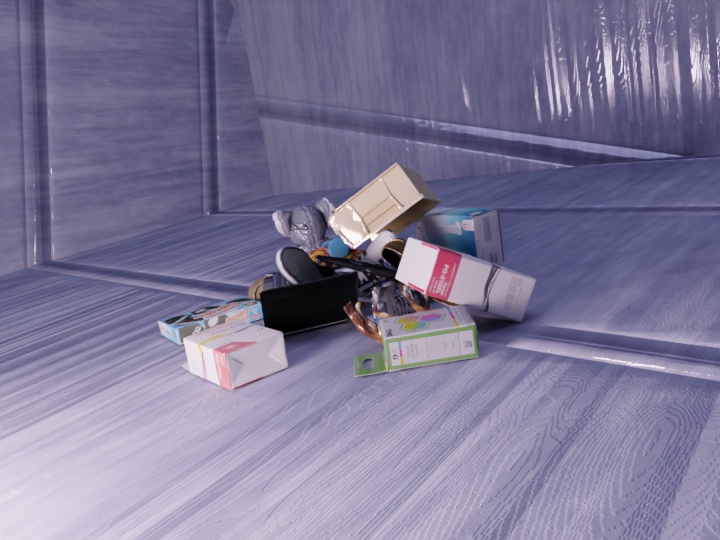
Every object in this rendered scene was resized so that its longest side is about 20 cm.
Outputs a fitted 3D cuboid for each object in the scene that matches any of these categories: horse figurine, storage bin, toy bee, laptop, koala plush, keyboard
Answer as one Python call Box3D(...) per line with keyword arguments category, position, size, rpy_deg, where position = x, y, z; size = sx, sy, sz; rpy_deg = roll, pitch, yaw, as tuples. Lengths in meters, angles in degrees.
Box3D(category="horse figurine", position=(0.071, 0.084, 1.283), size=(0.199, 0.050, 0.133), rpy_deg=(-9, 46, -19))
Box3D(category="storage bin", position=(0.054, -0.132, 1.600), size=(0.198, 0.094, 0.200), rpy_deg=(-36, -7, 15))
Box3D(category="toy bee", position=(-0.074, -0.020, 1.641), size=(0.199, 0.109, 0.131), rpy_deg=(17, -10, 1))
Box3D(category="laptop", position=(-0.106, 0.057, 1.451), size=(0.186, 0.117, 0.200), rpy_deg=(-11, 13, -11))
Box3D(category="koala plush", position=(-0.120, -0.068, 1.795), size=(0.176, 0.201, 0.184), rpy_deg=(-12, 8, -13))
Box3D(category="keyboard", position=(0.000, 0.004, 1.421), size=(0.104, 0.040, 0.200), rpy_deg=(6, 6, -33))

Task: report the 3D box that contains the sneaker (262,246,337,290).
Box3D(category="sneaker", position=(-0.151, 0.016, 1.457), size=(0.146, 0.077, 0.202), rpy_deg=(-10, -22, 25))

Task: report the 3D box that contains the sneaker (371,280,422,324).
Box3D(category="sneaker", position=(0.073, 0.058, 1.409), size=(0.085, 0.077, 0.200), rpy_deg=(-2, 14, 14))

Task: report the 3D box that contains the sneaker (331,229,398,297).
Box3D(category="sneaker", position=(0.000, 0.000, 1.540), size=(0.129, 0.080, 0.199), rpy_deg=(-22, -18, -36))

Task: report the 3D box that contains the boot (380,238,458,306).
Box3D(category="boot", position=(0.123, 0.012, 1.411), size=(0.200, 0.074, 0.075), rpy_deg=(34, 18, 11))

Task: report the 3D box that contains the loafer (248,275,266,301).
Box3D(category="loafer", position=(-0.154, 0.038, 1.665), size=(0.199, 0.076, 0.067), rpy_deg=(-13, 7, -15))

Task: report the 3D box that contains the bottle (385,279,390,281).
Box3D(category="bottle", position=(0.061, -0.006, 1.680), size=(0.065, 0.084, 0.200), rpy_deg=(-11, 11, -12))

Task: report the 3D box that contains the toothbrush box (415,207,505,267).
Box3D(category="toothbrush box", position=(0.221, -0.062, 1.665), size=(0.085, 0.147, 0.200), rpy_deg=(-17, 13, -33))

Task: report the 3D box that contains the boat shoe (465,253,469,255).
Box3D(category="boat shoe", position=(0.168, -0.010, 1.612), size=(0.060, 0.076, 0.200), rpy_deg=(25, -18, -30))

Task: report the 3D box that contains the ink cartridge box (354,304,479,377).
Box3D(category="ink cartridge box", position=(0.083, 0.112, 1.187), size=(0.199, 0.060, 0.104), rpy_deg=(-10, 13, 0))

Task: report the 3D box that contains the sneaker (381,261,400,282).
Box3D(category="sneaker", position=(0.139, -0.004, 1.509), size=(0.199, 0.079, 0.075), rpy_deg=(7, -12, -11))

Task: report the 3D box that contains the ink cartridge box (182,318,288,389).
Box3D(category="ink cartridge box", position=(-0.229, 0.139, 1.287), size=(0.116, 0.068, 0.200), rpy_deg=(-19, 15, -35))

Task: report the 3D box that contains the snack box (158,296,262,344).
Box3D(category="snack box", position=(-0.318, 0.104, 1.584), size=(0.199, 0.037, 0.116), rpy_deg=(-17, 15, -31))

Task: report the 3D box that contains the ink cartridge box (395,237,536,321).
Box3D(category="ink cartridge box", position=(0.184, 0.015, 1.305), size=(0.199, 0.085, 0.145), rpy_deg=(16, 5, -20))
